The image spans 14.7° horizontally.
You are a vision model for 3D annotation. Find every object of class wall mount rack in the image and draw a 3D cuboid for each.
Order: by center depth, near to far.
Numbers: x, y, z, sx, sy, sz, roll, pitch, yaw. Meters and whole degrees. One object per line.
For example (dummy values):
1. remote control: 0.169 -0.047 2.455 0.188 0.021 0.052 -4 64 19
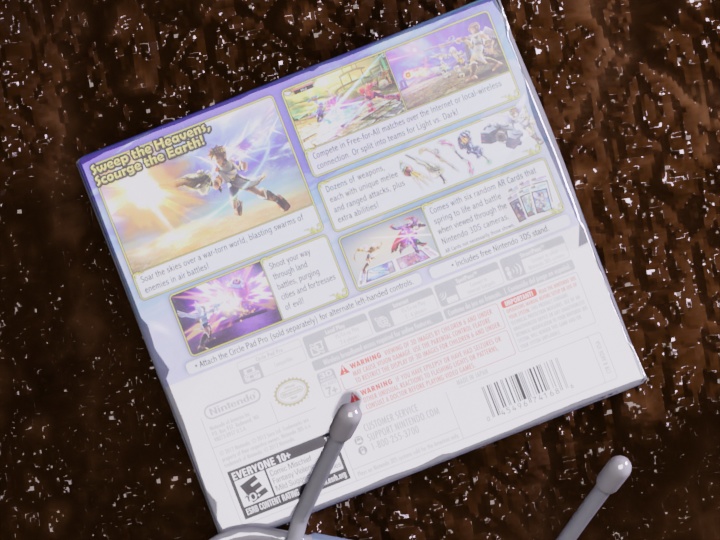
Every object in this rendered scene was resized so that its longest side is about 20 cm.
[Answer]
1. wall mount rack: 0.028 0.137 1.179 0.199 0.075 0.174 11 106 -10

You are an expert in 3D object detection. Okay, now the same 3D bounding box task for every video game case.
1. video game case: 0.000 0.000 1.223 0.199 0.045 0.182 -21 90 0
